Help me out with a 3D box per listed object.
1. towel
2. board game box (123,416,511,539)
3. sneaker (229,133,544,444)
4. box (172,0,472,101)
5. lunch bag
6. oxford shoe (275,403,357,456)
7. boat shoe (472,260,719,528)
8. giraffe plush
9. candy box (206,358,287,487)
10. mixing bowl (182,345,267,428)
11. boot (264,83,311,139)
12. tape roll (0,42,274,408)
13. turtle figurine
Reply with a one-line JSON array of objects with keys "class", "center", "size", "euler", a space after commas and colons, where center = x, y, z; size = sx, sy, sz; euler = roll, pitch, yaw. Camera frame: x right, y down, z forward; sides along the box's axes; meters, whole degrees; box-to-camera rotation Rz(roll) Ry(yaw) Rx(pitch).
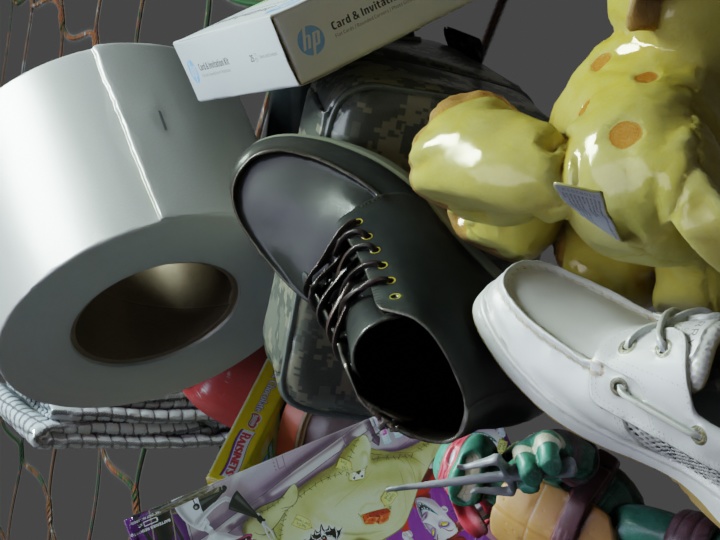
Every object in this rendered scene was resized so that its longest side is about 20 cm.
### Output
[{"class": "towel", "center": [-0.197, 0.087, 1.249], "size": [0.166, 0.199, 0.086], "euler": [16, 101, 63]}, {"class": "board game box", "center": [-0.007, 0.145, 0.774], "size": [0.032, 0.200, 0.120], "euler": [82, 164, -76]}, {"class": "sneaker", "center": [0.000, 0.000, 0.699], "size": [0.200, 0.106, 0.075], "euler": [37, 110, 21]}, {"class": "box", "center": [0.014, -0.151, 0.819], "size": [0.041, 0.200, 0.156], "euler": [65, 160, -14]}, {"class": "lunch bag", "center": [0.020, -0.032, 0.860], "size": [0.168, 0.139, 0.201], "euler": [-119, 37, -68]}, {"class": "oxford shoe", "center": [-0.017, 0.167, 1.011], "size": [0.072, 0.071, 0.200], "euler": [27, 131, 32]}, {"class": "boat shoe", "center": [0.135, 0.044, 0.616], "size": [0.200, 0.071, 0.069], "euler": [35, 135, 24]}, {"class": "giraffe plush", "center": [0.125, -0.079, 0.638], "size": [0.200, 0.172, 0.163], "euler": [75, -141, -80]}, {"class": "candy box", "center": [-0.069, 0.159, 1.040], "size": [0.200, 0.026, 0.102], "euler": [90, -157, -50]}, {"class": "mixing bowl", "center": [-0.077, 0.036, 1.104], "size": [0.200, 0.108, 0.201], "euler": [-177, 90, -65]}, {"class": "boot", "center": [-0.030, -0.140, 0.967], "size": [0.200, 0.076, 0.169], "euler": [-24, -57, -71]}, {"class": "tape roll", "center": [-0.148, -0.025, 0.958], "size": [0.139, 0.202, 0.203], "euler": [65, 145, 30]}, {"class": "turtle figurine", "center": [0.090, 0.120, 0.678], "size": [0.200, 0.101, 0.150], "euler": [22, 132, 24]}]
